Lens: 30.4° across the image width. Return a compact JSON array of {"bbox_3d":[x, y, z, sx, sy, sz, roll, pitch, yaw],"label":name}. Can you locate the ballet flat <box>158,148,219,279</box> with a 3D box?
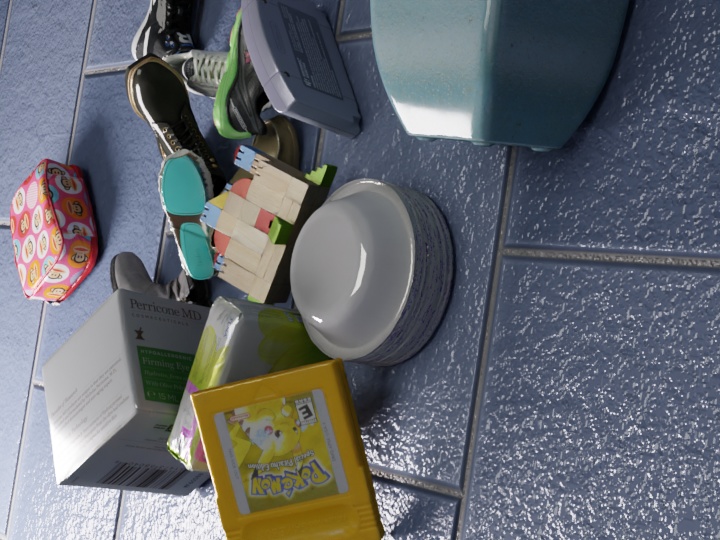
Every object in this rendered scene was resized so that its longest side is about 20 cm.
[{"bbox_3d":[-0.216,-0.080,1.702,0.072,0.071,0.201,47,149,45],"label":"ballet flat"}]

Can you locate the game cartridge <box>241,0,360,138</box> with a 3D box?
[{"bbox_3d":[-0.076,-0.255,1.581,0.040,0.133,0.201,-37,54,29],"label":"game cartridge"}]

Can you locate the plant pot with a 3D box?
[{"bbox_3d":[0.128,-0.221,1.292,0.195,0.195,0.202,13,99,50],"label":"plant pot"}]

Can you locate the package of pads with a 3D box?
[{"bbox_3d":[-0.127,0.136,1.530,0.068,0.154,0.202,31,105,49],"label":"package of pads"}]

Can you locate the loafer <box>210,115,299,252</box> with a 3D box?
[{"bbox_3d":[-0.134,-0.099,1.663,0.076,0.067,0.202,21,98,50],"label":"loafer"}]

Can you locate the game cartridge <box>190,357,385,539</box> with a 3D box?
[{"bbox_3d":[-0.080,0.210,1.436,0.175,0.032,0.202,-14,91,14],"label":"game cartridge"}]

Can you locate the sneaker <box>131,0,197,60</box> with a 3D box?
[{"bbox_3d":[-0.254,-0.360,1.877,0.112,0.073,0.201,47,125,41],"label":"sneaker"}]

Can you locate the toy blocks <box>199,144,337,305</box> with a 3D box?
[{"bbox_3d":[-0.126,-0.058,1.585,0.136,0.100,0.201,28,104,27],"label":"toy blocks"}]

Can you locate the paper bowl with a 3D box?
[{"bbox_3d":[0.000,0.000,1.453,0.200,0.104,0.203,-15,70,46],"label":"paper bowl"}]

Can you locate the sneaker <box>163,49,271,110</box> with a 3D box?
[{"bbox_3d":[-0.180,-0.256,1.748,0.199,0.080,0.077,9,85,47],"label":"sneaker"}]

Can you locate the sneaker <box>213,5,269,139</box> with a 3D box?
[{"bbox_3d":[-0.125,-0.256,1.655,0.077,0.083,0.202,77,-156,-79],"label":"sneaker"}]

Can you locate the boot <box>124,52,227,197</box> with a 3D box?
[{"bbox_3d":[-0.228,-0.177,1.731,0.077,0.201,0.138,-34,51,-7],"label":"boot"}]

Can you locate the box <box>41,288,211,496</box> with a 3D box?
[{"bbox_3d":[-0.257,0.157,1.647,0.200,0.198,0.172,-41,51,35],"label":"box"}]

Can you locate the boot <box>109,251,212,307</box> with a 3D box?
[{"bbox_3d":[-0.262,0.028,1.802,0.132,0.070,0.201,-44,59,28],"label":"boot"}]

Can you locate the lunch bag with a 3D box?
[{"bbox_3d":[-0.488,-0.053,2.067,0.176,0.081,0.201,-44,51,36],"label":"lunch bag"}]
